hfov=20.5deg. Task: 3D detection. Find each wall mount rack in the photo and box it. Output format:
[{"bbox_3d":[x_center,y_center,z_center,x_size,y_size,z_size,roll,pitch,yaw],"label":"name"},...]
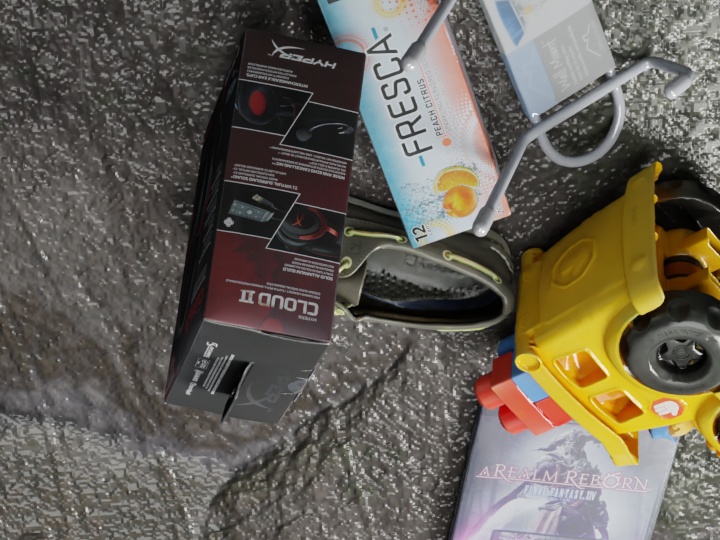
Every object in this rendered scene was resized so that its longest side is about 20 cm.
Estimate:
[{"bbox_3d":[0.101,-0.123,1.163,0.173,0.075,0.201,-33,120,-13],"label":"wall mount rack"}]

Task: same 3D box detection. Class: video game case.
[{"bbox_3d":[0.136,0.174,1.396,0.142,0.019,0.201,6,121,-8],"label":"video game case"}]

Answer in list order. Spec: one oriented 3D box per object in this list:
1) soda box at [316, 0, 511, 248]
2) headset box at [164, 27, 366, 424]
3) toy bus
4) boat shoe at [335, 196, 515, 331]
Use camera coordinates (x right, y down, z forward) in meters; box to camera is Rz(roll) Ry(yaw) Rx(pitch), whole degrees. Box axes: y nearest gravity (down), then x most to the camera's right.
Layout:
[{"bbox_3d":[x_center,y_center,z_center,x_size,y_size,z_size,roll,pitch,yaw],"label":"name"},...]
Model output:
[{"bbox_3d":[0.028,-0.117,1.190,0.068,0.064,0.201,-18,119,6],"label":"soda box"},{"bbox_3d":[-0.057,-0.012,1.139,0.075,0.201,0.149,11,157,-10],"label":"headset box"},{"bbox_3d":[0.180,0.061,1.277,0.192,0.136,0.200,-31,121,29],"label":"toy bus"},{"bbox_3d":[0.001,-0.003,1.256,0.201,0.060,0.072,7,120,-8],"label":"boat shoe"}]
